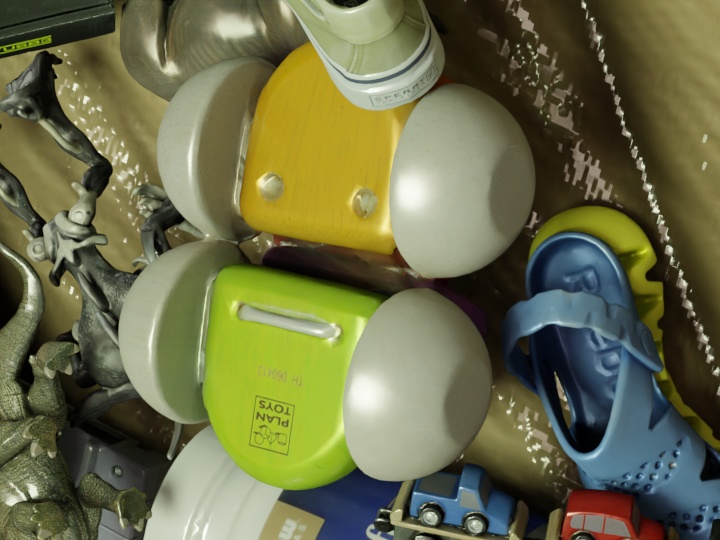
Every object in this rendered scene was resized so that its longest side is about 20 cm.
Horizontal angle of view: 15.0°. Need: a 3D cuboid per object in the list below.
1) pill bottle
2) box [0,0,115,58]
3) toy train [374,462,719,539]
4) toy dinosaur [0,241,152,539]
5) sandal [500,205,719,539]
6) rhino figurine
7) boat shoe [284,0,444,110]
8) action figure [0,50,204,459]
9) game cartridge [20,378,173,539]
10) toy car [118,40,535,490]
[{"bbox_3d":[0.005,0.146,1.276,0.199,0.116,0.116,19,110,25],"label":"pill bottle"},{"bbox_3d":[-0.230,-0.189,1.297,0.192,0.048,0.201,-13,81,-5],"label":"box"},{"bbox_3d":[0.105,0.117,1.178,0.199,0.034,0.046,9,117,7],"label":"toy train"},{"bbox_3d":[-0.157,0.091,1.271,0.102,0.077,0.201,-24,91,50],"label":"toy dinosaur"},{"bbox_3d":[0.114,0.074,1.217,0.079,0.087,0.201,-27,89,29],"label":"sandal"},{"bbox_3d":[-0.033,-0.128,1.271,0.199,0.060,0.088,-6,94,29],"label":"rhino figurine"},{"bbox_3d":[-0.019,-0.152,1.181,0.072,0.062,0.200,-28,49,-8],"label":"boat shoe"},{"bbox_3d":[-0.117,-0.007,1.322,0.119,0.102,0.200,-39,79,26],"label":"action figure"},{"bbox_3d":[-0.199,0.116,1.434,0.199,0.038,0.130,25,108,23],"label":"game cartridge"},{"bbox_3d":[0.000,0.000,1.222,0.174,0.150,0.201,11,89,32],"label":"toy car"}]
